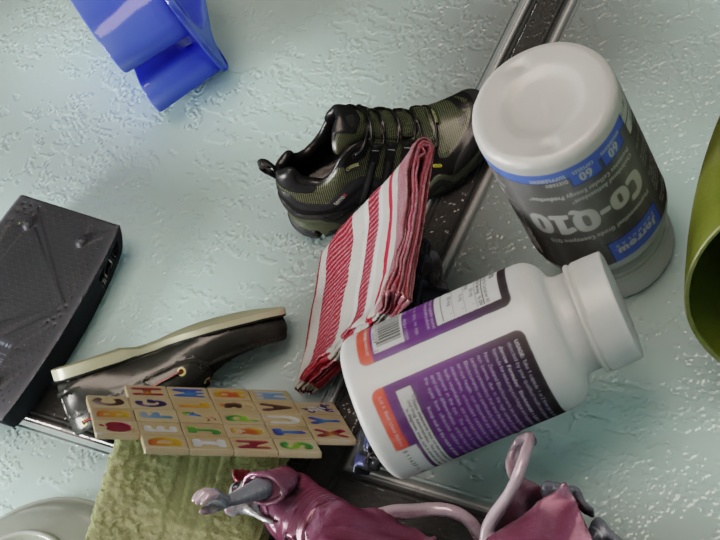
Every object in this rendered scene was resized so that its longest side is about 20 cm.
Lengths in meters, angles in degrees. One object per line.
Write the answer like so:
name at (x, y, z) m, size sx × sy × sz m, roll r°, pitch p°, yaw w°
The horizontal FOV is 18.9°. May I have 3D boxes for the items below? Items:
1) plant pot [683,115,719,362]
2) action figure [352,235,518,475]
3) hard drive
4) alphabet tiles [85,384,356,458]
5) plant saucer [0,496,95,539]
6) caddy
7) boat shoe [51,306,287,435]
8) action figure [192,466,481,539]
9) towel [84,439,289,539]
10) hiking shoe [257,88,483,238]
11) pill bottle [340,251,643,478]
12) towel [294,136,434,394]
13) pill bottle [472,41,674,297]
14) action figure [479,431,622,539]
plant pot at (0.320, -0.051, 1.584) m, size 0.186 × 0.188 × 0.201 m, roll -16°, pitch 38°, yaw 15°
action figure at (0.067, 0.073, 1.679) m, size 0.193 × 0.104 × 0.202 m, roll 18°, pitch 93°, yaw 41°
hard drive at (-0.296, 0.037, 1.883) m, size 0.134 × 0.042 × 0.201 m, roll 16°, pitch 67°, yaw 32°
alphabet tiles at (-0.109, 0.115, 1.665) m, size 0.198 × 0.006 × 0.166 m, roll 2°, pitch 13°, yaw -12°
plant saucer at (-0.264, 0.263, 1.714) m, size 0.199 × 0.050 × 0.201 m, roll -13°, pitch 55°, yaw 18°
caddy at (-0.192, -0.242, 1.956) m, size 0.105 × 0.141 × 0.200 m, roll -37°, pitch 52°, yaw 2°
boat shoe at (-0.151, 0.079, 1.778) m, size 0.200 × 0.074 × 0.064 m, roll -19°, pitch 91°, yaw -1°
action figure at (-0.026, 0.183, 1.589) m, size 0.149 × 0.135 × 0.199 m, roll -40°, pitch 44°, yaw -21°
towel at (-0.138, 0.195, 1.687) m, size 0.147 × 0.037 × 0.201 m, roll 8°, pitch 63°, yaw 7°
hiking shoe at (0.018, -0.101, 1.789) m, size 0.199 × 0.101 × 0.076 m, roll -28°, pitch 52°, yaw 6°
pill bottle at (0.096, 0.063, 1.550) m, size 0.199 × 0.112 × 0.112 m, roll -23°, pitch 52°, yaw 10°
towel at (0.000, 0.000, 1.697) m, size 0.200 × 0.023 × 0.145 m, roll 134°, pitch 151°, yaw -55°
pill bottle at (0.167, -0.069, 1.634) m, size 0.113 × 0.200 × 0.115 m, roll -13°, pitch 53°, yaw 18°
action figure at (0.086, 0.227, 1.488) m, size 0.199 × 0.134 × 0.149 m, roll -37°, pitch 88°, yaw -2°
